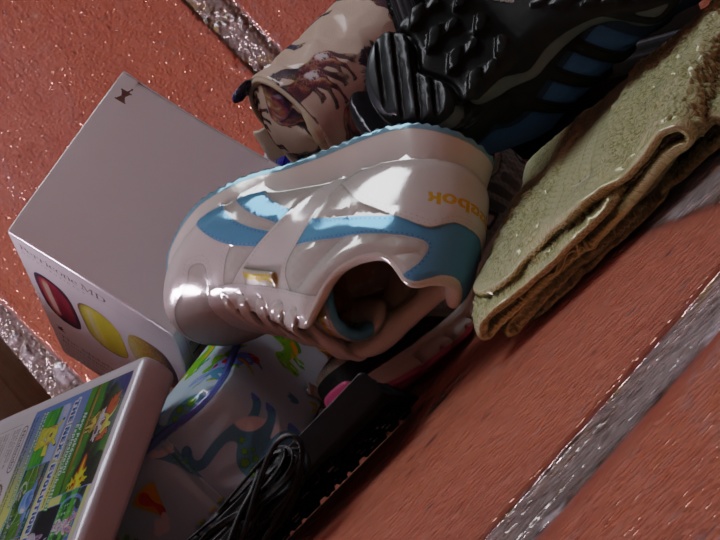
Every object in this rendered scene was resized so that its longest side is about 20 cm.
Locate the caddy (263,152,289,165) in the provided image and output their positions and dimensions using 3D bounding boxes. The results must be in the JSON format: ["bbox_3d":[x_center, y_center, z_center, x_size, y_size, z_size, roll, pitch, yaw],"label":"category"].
[{"bbox_3d":[-0.008,-0.059,1.589,0.141,0.104,0.201,169,122,-79],"label":"caddy"}]

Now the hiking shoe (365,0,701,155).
[{"bbox_3d":[0.091,-0.114,1.198,0.199,0.075,0.087,-28,-26,-7],"label":"hiking shoe"}]

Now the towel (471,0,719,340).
[{"bbox_3d":[0.115,-0.052,1.145,0.148,0.036,0.200,-43,5,24],"label":"towel"}]

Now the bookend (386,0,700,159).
[{"bbox_3d":[0.085,-0.172,1.361,0.092,0.200,0.200,-16,-5,-19],"label":"bookend"}]

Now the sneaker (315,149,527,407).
[{"bbox_3d":[0.023,-0.007,1.268,0.200,0.087,0.074,-50,6,-39],"label":"sneaker"}]

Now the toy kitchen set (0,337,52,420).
[{"bbox_3d":[-0.206,0.111,1.603,0.163,0.181,0.200,-47,16,-27],"label":"toy kitchen set"}]

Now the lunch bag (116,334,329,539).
[{"bbox_3d":[-0.095,0.114,1.310,0.200,0.082,0.161,-46,7,18],"label":"lunch bag"}]

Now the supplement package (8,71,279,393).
[{"bbox_3d":[-0.106,-0.002,1.427,0.110,0.113,0.200,-56,-14,-16],"label":"supplement package"}]

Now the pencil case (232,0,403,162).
[{"bbox_3d":[0.019,-0.140,1.487,0.200,0.078,0.089,-46,26,-19],"label":"pencil case"}]

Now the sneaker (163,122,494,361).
[{"bbox_3d":[-0.024,0.001,1.186,0.199,0.076,0.081,-25,49,43],"label":"sneaker"}]

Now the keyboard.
[{"bbox_3d":[-0.048,0.130,1.152,0.200,0.040,0.104,-47,-19,8],"label":"keyboard"}]

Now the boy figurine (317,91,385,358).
[{"bbox_3d":[0.000,0.000,1.404,0.124,0.065,0.201,-7,-46,-38],"label":"boy figurine"}]

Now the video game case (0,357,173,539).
[{"bbox_3d":[-0.172,0.150,1.235,0.182,0.022,0.201,-24,41,51],"label":"video game case"}]
